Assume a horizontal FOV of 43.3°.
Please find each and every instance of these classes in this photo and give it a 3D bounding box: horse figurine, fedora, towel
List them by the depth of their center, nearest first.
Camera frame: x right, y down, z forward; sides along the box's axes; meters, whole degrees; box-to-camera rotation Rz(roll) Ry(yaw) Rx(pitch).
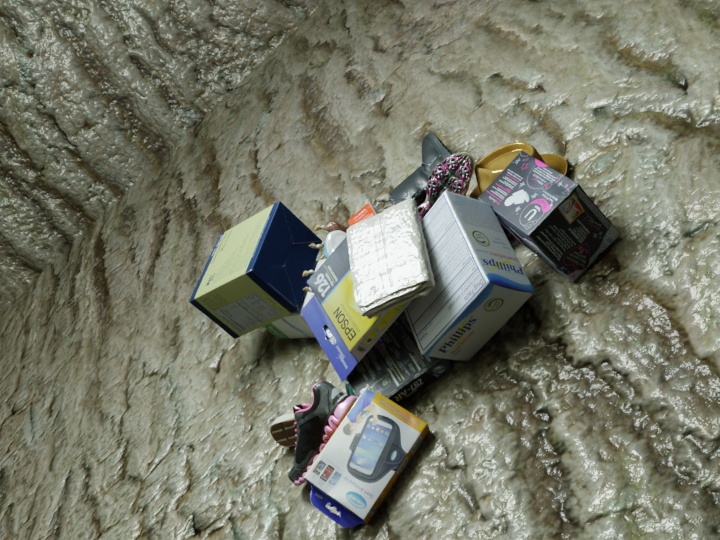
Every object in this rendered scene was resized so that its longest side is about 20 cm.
[{"bbox_3d":[0.046,-0.020,1.454,0.132,0.034,0.201,-24,45,18],"label":"towel"},{"bbox_3d":[0.275,-0.177,1.664,0.200,0.082,0.201,-26,29,16],"label":"fedora"},{"bbox_3d":[-0.042,-0.009,1.774,0.050,0.132,0.201,139,144,-61],"label":"horse figurine"}]

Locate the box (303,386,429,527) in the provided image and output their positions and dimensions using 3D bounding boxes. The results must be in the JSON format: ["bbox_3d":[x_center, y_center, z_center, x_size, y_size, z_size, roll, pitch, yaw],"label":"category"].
[{"bbox_3d":[0.004,0.293,1.406,0.119,0.042,0.200,29,70,23],"label":"box"}]

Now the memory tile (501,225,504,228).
[{"bbox_3d":[0.206,-0.064,1.701,0.200,0.017,0.153,-44,28,0],"label":"memory tile"}]

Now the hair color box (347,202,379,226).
[{"bbox_3d":[0.050,-0.043,1.779,0.064,0.111,0.200,-41,28,7],"label":"hair color box"}]

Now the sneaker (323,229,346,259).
[{"bbox_3d":[0.000,0.000,1.705,0.075,0.201,0.087,-28,-16,-18],"label":"sneaker"}]

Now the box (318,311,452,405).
[{"bbox_3d":[0.038,0.130,1.540,0.160,0.044,0.200,-36,51,2],"label":"box"}]

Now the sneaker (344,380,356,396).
[{"bbox_3d":[0.011,0.167,1.626,0.088,0.074,0.201,102,177,-61],"label":"sneaker"}]

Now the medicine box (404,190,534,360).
[{"bbox_3d":[0.154,0.011,1.461,0.182,0.102,0.201,-52,44,34],"label":"medicine box"}]

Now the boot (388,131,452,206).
[{"bbox_3d":[0.129,-0.200,1.931,0.162,0.073,0.199,-42,29,11],"label":"boot"}]

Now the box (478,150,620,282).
[{"bbox_3d":[0.303,-0.089,1.484,0.115,0.132,0.200,-45,27,5],"label":"box"}]

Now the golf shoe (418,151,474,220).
[{"bbox_3d":[0.165,-0.151,1.735,0.092,0.073,0.200,-35,-20,-49],"label":"golf shoe"}]

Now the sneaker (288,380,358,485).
[{"bbox_3d":[-0.079,0.265,1.502,0.201,0.095,0.079,-61,-16,22],"label":"sneaker"}]

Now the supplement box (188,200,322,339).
[{"bbox_3d":[-0.213,0.001,1.860,0.199,0.134,0.201,-25,34,37],"label":"supplement box"}]

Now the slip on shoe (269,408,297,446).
[{"bbox_3d":[-0.072,0.265,1.585,0.199,0.076,0.061,-20,15,41],"label":"slip on shoe"}]

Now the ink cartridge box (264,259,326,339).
[{"bbox_3d":[-0.105,0.060,1.872,0.199,0.087,0.146,-10,44,50],"label":"ink cartridge box"}]

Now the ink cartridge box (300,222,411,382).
[{"bbox_3d":[-0.017,0.049,1.529,0.200,0.047,0.198,-48,43,12],"label":"ink cartridge box"}]
